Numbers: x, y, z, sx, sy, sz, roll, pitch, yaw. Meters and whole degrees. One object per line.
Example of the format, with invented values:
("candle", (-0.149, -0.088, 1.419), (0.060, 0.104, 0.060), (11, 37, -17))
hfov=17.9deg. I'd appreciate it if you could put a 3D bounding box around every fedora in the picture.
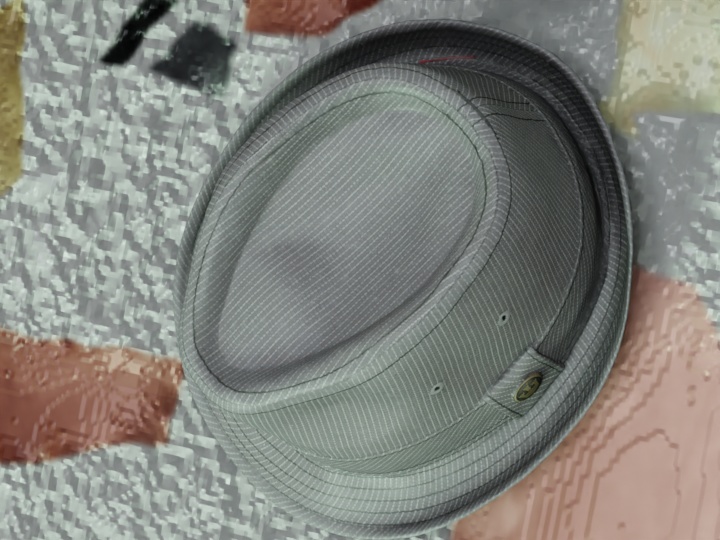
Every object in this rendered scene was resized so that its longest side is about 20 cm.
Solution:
("fedora", (0.000, 0.000, 0.814), (0.200, 0.090, 0.177), (-39, 71, 16))
